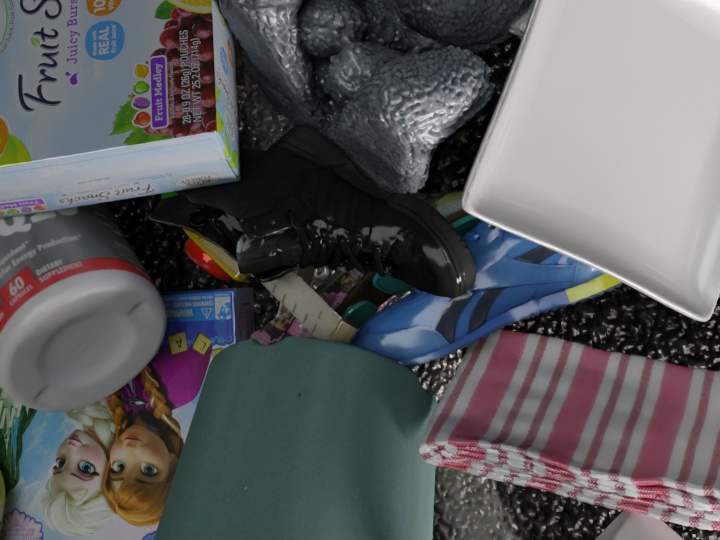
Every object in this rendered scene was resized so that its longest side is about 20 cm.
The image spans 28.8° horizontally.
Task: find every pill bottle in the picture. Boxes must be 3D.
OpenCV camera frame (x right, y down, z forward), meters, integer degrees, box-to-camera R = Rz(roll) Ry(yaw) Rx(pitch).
[{"bbox_3d":[-0.216,-0.016,0.920,0.114,0.114,0.200,-44,55,10],"label":"pill bottle"}]

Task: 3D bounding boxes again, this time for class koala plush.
[{"bbox_3d":[0.040,-0.164,0.880,0.177,0.184,0.200,40,77,14],"label":"koala plush"}]

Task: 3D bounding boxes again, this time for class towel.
[{"bbox_3d":[0.147,0.085,0.840,0.198,0.146,0.030,11,119,15],"label":"towel"}]

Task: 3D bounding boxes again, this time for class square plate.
[{"bbox_3d":[0.163,-0.094,0.833,0.199,0.028,0.200,23,84,-29],"label":"square plate"}]

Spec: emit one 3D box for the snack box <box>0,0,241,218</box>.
[{"bbox_3d":[-0.164,-0.143,0.866,0.167,0.068,0.202,-7,64,7],"label":"snack box"}]

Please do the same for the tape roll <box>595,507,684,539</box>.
[{"bbox_3d":[0.147,0.254,0.806,0.139,0.203,0.203,40,99,12],"label":"tape roll"}]

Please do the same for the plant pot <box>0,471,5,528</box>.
[{"bbox_3d":[-0.355,0.198,0.924,0.180,0.200,0.201,15,96,24],"label":"plant pot"}]

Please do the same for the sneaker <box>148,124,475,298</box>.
[{"bbox_3d":[-0.033,-0.022,0.848,0.104,0.060,0.199,-37,56,-24],"label":"sneaker"}]

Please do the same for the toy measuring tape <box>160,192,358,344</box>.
[{"bbox_3d":[-0.059,-0.008,0.919,0.200,0.073,0.074,41,99,31],"label":"toy measuring tape"}]

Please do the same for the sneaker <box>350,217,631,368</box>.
[{"bbox_3d":[0.074,0.000,0.883,0.199,0.066,0.079,-23,103,3],"label":"sneaker"}]

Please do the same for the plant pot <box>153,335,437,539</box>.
[{"bbox_3d":[-0.038,0.157,0.839,0.198,0.201,0.198,2,62,15],"label":"plant pot"}]

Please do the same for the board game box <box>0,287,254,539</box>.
[{"bbox_3d":[-0.167,0.117,0.972,0.198,0.041,0.201,-4,88,15],"label":"board game box"}]

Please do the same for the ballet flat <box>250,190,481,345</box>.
[{"bbox_3d":[0.000,0.000,0.923,0.200,0.069,0.071,-43,64,11],"label":"ballet flat"}]
